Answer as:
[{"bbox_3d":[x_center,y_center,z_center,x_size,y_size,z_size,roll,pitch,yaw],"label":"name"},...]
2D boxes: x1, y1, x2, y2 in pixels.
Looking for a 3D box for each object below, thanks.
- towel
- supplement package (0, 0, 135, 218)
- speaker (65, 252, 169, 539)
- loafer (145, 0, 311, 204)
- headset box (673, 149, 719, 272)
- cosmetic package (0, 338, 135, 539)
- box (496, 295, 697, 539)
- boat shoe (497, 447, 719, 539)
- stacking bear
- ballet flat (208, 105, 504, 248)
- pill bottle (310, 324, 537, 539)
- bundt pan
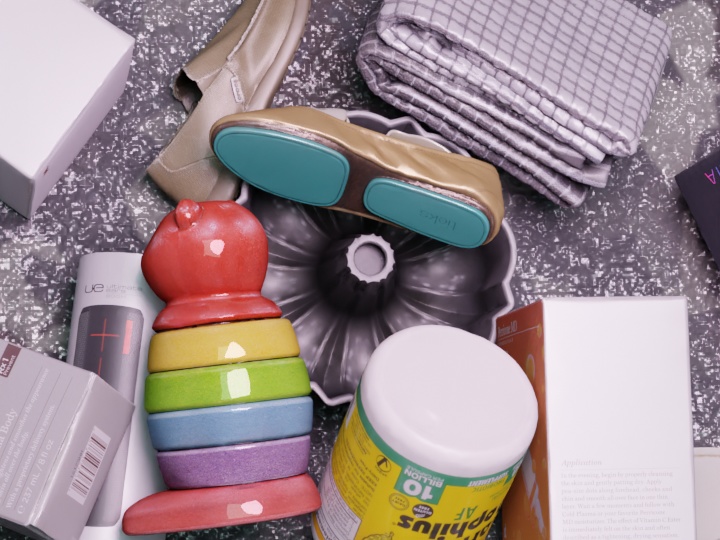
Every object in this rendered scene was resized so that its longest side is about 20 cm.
[{"bbox_3d":[0.103,-0.148,1.675,0.199,0.086,0.166,30,39,-6],"label":"towel"},{"bbox_3d":[-0.262,-0.147,1.622,0.199,0.117,0.117,36,74,-1],"label":"supplement package"},{"bbox_3d":[-0.156,0.091,1.611,0.080,0.081,0.202,8,77,-8],"label":"speaker"},{"bbox_3d":[-0.088,-0.132,1.671,0.067,0.076,0.201,21,75,-11],"label":"loafer"},{"bbox_3d":[0.336,-0.017,1.663,0.092,0.174,0.201,-18,81,-49],"label":"headset box"},{"bbox_3d":[-0.255,0.090,1.552,0.199,0.090,0.108,17,77,18],"label":"cosmetic package"},{"bbox_3d":[0.148,0.122,1.566,0.097,0.124,0.202,0,83,-11],"label":"box"},{"bbox_3d":[0.182,0.171,1.662,0.199,0.062,0.075,-22,85,-11],"label":"boat shoe"},{"bbox_3d":[-0.089,0.056,1.550,0.113,0.121,0.202,-8,88,34],"label":"stacking bear"},{"bbox_3d":[-0.001,-0.069,1.611,0.199,0.069,0.063,20,48,-8],"label":"ballet flat"},{"bbox_3d":[0.032,0.139,1.564,0.112,0.201,0.113,11,44,-11],"label":"pill bottle"},{"bbox_3d":[0.000,0.000,1.658,0.200,0.076,0.204,2,78,-10],"label":"bundt pan"}]
